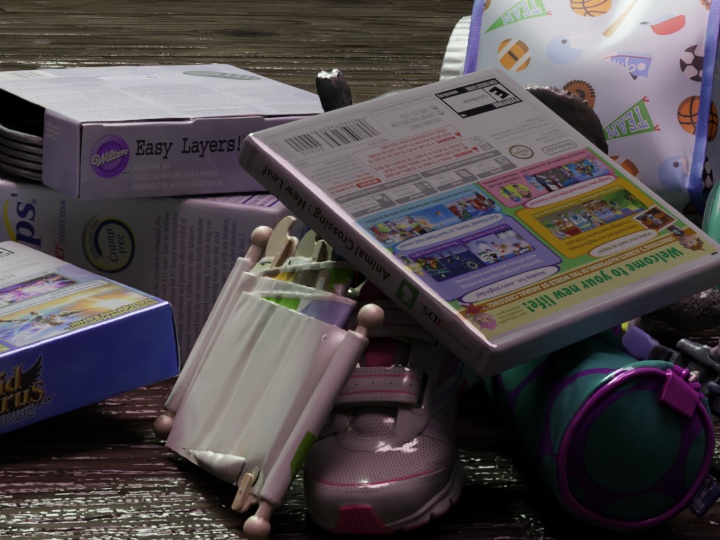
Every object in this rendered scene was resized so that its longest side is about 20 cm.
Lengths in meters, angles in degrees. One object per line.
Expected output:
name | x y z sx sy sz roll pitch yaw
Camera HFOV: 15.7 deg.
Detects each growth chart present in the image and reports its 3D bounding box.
growth chart | -0.048 0.046 1.312 0.018 0.145 0.200 31 -1 -23

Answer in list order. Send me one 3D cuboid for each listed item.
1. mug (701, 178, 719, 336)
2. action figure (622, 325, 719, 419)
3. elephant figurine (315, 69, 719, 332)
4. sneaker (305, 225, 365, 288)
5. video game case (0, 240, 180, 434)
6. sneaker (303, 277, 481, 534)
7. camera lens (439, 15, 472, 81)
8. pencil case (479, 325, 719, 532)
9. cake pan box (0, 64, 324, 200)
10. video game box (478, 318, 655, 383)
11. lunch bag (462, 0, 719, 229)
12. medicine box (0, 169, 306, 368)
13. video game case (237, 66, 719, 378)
mug | 0.262 -0.015 1.542 0.114 0.153 0.185 3 -20 23
action figure | 0.239 0.049 1.385 0.200 0.105 0.193 32 11 39
elephant figurine | 0.093 -0.038 1.479 0.199 0.143 0.155 10 13 37
sneaker | 0.000 0.000 1.435 0.075 0.200 0.079 -3 55 -20
video game case | -0.226 0.045 1.392 0.199 0.046 0.181 -18 20 -32
sneaker | 0.013 0.051 1.296 0.081 0.089 0.200 -4 34 14
camera lens | 0.168 -0.111 1.961 0.199 0.161 0.160 7 13 15
pencil case | 0.118 0.065 1.331 0.092 0.085 0.200 -42 17 1
cake pan box | -0.124 -0.086 1.577 0.199 0.053 0.184 -4 13 -31
video game box | 0.076 0.026 1.600 0.199 0.047 0.182 5 12 12
lunch bag | 0.155 -0.116 1.646 0.169 0.201 0.124 0 -21 17
medicine box | -0.124 -0.014 1.603 0.199 0.104 0.182 5 13 12
video game case | 0.066 -0.030 1.331 0.182 0.022 0.199 41 37 27
